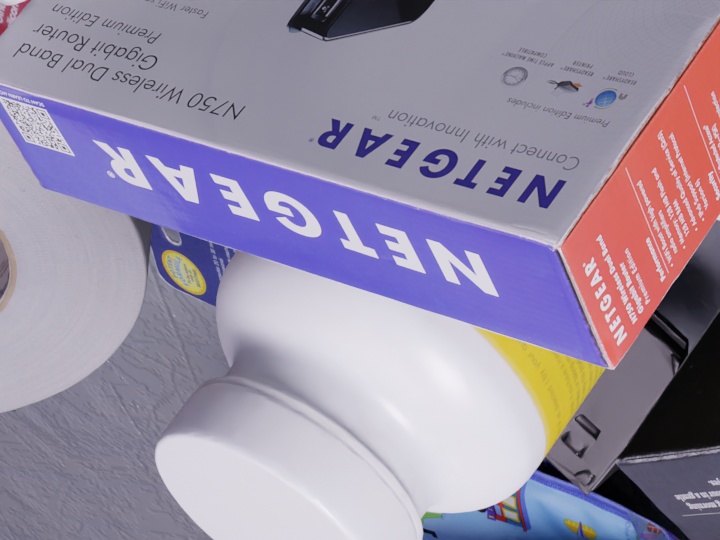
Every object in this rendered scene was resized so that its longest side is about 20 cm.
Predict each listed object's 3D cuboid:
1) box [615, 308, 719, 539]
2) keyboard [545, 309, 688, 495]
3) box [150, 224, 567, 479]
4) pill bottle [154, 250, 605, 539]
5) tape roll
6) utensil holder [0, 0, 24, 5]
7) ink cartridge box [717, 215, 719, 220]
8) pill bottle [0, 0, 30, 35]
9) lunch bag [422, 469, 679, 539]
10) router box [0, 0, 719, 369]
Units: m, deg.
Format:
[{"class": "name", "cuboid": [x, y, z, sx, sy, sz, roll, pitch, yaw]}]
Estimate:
[{"class": "box", "cuboid": [0.215, 0.073, 0.868, 0.182, 0.104, 0.200, 46, 154, -17]}, {"class": "keyboard", "cuboid": [0.019, 0.004, 1.030, 0.200, 0.021, 0.127, 43, 127, 10]}, {"class": "box", "cuboid": [0.000, 0.000, 1.106, 0.200, 0.032, 0.121, 24, 152, 23]}, {"class": "pill bottle", "cuboid": [0.027, 0.002, 0.875, 0.112, 0.200, 0.112, 29, 154, 16]}, {"class": "tape roll", "cuboid": [-0.175, -0.028, 1.048, 0.200, 0.066, 0.200, 2, 141, 2]}, {"class": "utensil holder", "cuboid": [-0.117, -0.194, 0.768, 0.200, 0.170, 0.170, 44, 154, -17]}, {"class": "ink cartridge box", "cuboid": [0.083, -0.070, 0.800, 0.200, 0.099, 0.039, 19, 148, 33]}, {"class": "pill bottle", "cuboid": [-0.088, -0.112, 0.934, 0.200, 0.113, 0.113, 31, 155, 14]}, {"class": "lunch bag", "cuboid": [0.082, 0.128, 1.153, 0.200, 0.094, 0.151, 6, 157, 31]}, {"class": "router box", "cuboid": [0.026, -0.079, 0.763, 0.200, 0.180, 0.049, 17, 149, 36]}]
